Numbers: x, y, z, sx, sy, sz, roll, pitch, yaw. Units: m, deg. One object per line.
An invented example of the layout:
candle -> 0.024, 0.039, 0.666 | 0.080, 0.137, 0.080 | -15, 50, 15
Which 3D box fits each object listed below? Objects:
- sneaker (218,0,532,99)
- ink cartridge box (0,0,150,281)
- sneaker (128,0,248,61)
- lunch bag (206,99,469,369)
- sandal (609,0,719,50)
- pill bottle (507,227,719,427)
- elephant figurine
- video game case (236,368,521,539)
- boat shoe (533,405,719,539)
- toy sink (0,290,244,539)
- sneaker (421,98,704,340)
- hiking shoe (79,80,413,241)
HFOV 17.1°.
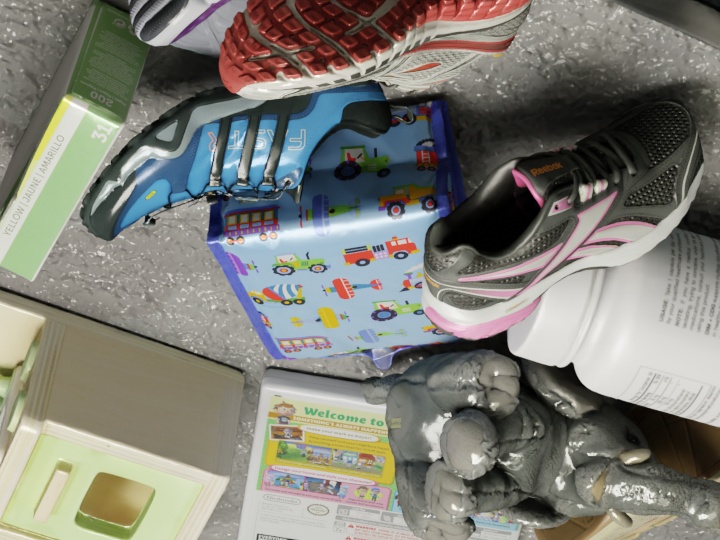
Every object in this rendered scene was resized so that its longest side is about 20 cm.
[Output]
sneaker -> 0.014, -0.129, 1.364 | 0.199, 0.078, 0.082 | -16, 144, -21
ink cartridge box -> -0.187, -0.048, 1.414 | 0.048, 0.200, 0.146 | 25, 129, -13
sneaker -> -0.042, -0.190, 1.378 | 0.200, 0.075, 0.087 | -33, 144, 33
lunch bag -> 0.000, 0.000, 1.525 | 0.150, 0.094, 0.200 | -8, 140, 9
sandal -> 0.166, -0.172, 1.368 | 0.200, 0.075, 0.048 | 21, 105, -23
pill bottle -> 0.201, 0.032, 1.506 | 0.199, 0.114, 0.114 | 16, 131, -9
elephant figurine -> 0.125, 0.118, 1.571 | 0.199, 0.156, 0.142 | 5, 151, -26
video game case -> 0.019, 0.153, 1.694 | 0.199, 0.022, 0.183 | 9, 132, -2
boat shoe -> 0.203, 0.137, 1.632 | 0.065, 0.072, 0.200 | 7, 145, -42
toy sink -> -0.196, 0.117, 1.622 | 0.199, 0.112, 0.131 | 20, 130, -12
sneaker -> 0.120, -0.040, 1.413 | 0.200, 0.080, 0.086 | -38, 149, -13
hiking shoe -> -0.073, -0.068, 1.416 | 0.200, 0.074, 0.087 | -34, 91, 5
